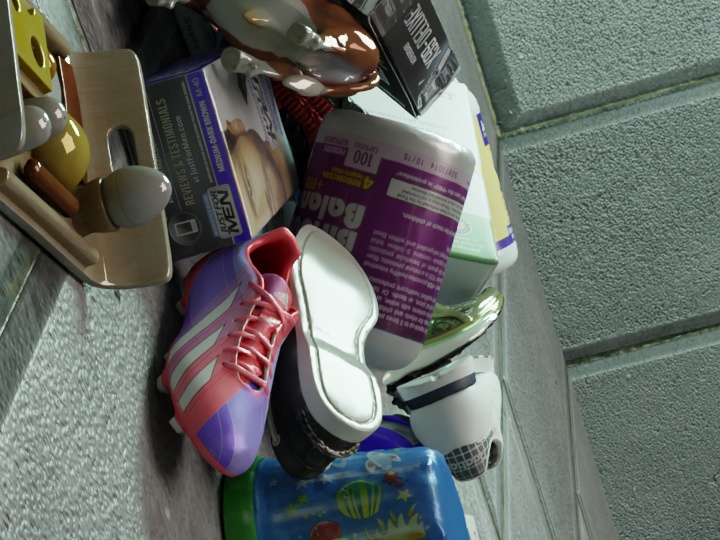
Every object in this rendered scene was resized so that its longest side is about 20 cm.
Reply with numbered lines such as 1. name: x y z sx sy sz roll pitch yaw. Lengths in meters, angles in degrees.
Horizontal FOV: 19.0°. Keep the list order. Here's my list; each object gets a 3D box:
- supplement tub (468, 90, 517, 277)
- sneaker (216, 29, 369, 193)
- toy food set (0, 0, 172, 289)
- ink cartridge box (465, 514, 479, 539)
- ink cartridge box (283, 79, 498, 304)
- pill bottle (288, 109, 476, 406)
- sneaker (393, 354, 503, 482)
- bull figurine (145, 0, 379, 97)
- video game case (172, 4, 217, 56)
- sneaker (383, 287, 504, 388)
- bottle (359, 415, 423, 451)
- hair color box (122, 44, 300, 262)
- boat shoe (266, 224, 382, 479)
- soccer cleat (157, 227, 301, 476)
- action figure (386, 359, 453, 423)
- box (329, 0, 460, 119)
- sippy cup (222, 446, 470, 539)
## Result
1. supplement tub: 0.051 -0.084 1.950 0.145 0.145 0.201 -52 127 -78
2. sneaker: -0.035 -0.115 1.552 0.200 0.079 0.096 58 1 -25
3. toy food set: -0.146 -0.088 1.088 0.200 0.060 0.144 54 24 -66
4. ink cartridge box: 0.049 0.258 1.618 0.200 0.084 0.146 39 38 -77
5. ink cartridge box: 0.017 -0.068 1.692 0.088 0.145 0.201 120 -27 -44
6. pill bottle: 0.000 0.000 1.465 0.112 0.112 0.201 27 79 -77
7. sneaker: 0.071 0.109 1.550 0.081 0.076 0.200 64 9 4
8. bull figurine: -0.076 -0.172 1.349 0.065 0.200 0.121 -63 161 18
9. video game case: -0.112 -0.191 1.565 0.143 0.018 0.201 -87 159 -59
10. sneaker: 0.022 0.038 1.587 0.089 0.200 0.077 62 -35 6
11. bottle: 0.010 0.140 1.569 0.200 0.083 0.066 9 89 -83
12. hair color box: -0.094 -0.081 1.375 0.200 0.065 0.110 -56 131 -75
13. boat shoe: -0.028 0.049 1.336 0.074 0.060 0.200 29 30 -27
14. soccer cleat: -0.070 0.042 1.252 0.067 0.076 0.200 49 18 -24
15. action figure: 0.033 0.090 1.737 0.200 0.102 0.119 1 79 -78
16. box: -0.031 -0.204 1.445 0.200 0.050 0.158 40 -6 23
17. sippy cup: -0.002 0.168 1.320 0.178 0.130 0.140 -90 162 -54
